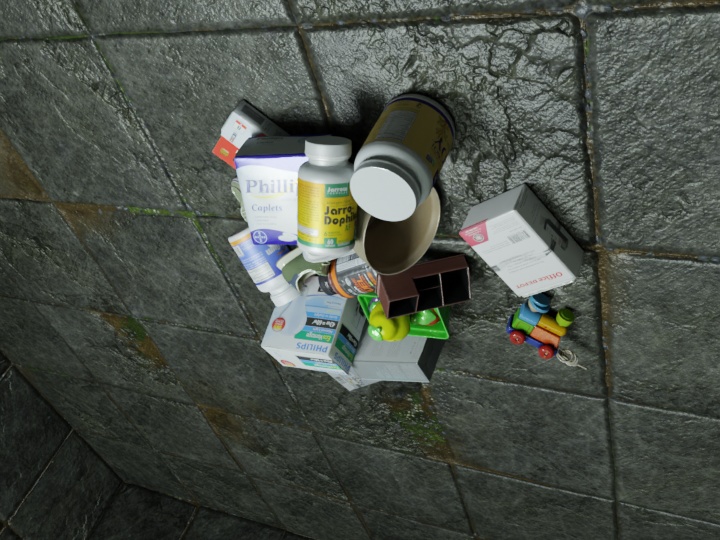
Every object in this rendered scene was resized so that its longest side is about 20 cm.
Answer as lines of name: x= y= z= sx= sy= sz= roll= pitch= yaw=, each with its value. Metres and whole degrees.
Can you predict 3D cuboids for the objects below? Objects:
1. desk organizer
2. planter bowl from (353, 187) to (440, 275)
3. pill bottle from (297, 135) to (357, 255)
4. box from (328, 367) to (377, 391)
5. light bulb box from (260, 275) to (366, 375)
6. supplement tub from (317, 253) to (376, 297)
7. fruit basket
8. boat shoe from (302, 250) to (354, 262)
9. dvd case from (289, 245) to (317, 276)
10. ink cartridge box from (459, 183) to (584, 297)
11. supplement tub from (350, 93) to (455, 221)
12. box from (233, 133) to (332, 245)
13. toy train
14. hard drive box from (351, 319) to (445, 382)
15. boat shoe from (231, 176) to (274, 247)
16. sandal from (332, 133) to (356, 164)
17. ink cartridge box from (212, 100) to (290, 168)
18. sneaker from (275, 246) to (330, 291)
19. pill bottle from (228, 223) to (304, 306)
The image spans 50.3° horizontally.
desk organizer: x=0.138 y=0.034 z=1.623 sx=0.199 sy=0.077 sz=0.072 roll=-12 pitch=144 yaw=-12
planter bowl: x=0.043 y=-0.110 z=1.526 sx=0.135 sy=0.200 sz=0.201 roll=34 pitch=155 yaw=42
pill bottle: x=-0.060 y=-0.138 z=1.397 sx=0.112 sy=0.113 sz=0.201 roll=11 pitch=112 yaw=21
box: x=-0.020 y=0.257 z=2.121 sx=0.156 sy=0.041 sz=0.200 roll=41 pitch=143 yaw=-18
light bulb box: x=-0.106 y=0.130 z=1.866 sx=0.197 sy=0.201 sz=0.125 roll=4 pitch=153 yaw=28
supplement tub: x=0.000 y=0.000 z=1.719 sx=0.199 sy=0.107 sz=0.107 roll=-18 pitch=125 yaw=36
fruit basket: x=0.089 y=0.107 z=1.731 sx=0.214 sy=0.216 sz=0.156 roll=3 pitch=138 yaw=30
boat shoe: x=-0.030 y=-0.062 z=1.640 sx=0.072 sy=0.199 sz=0.069 roll=63 pitch=164 yaw=11
dvd case: x=-0.099 y=-0.052 z=1.809 sx=0.145 sy=0.022 sz=0.200 roll=-4 pitch=134 yaw=36
ink cartridge box: x=0.315 y=-0.053 z=1.487 sx=0.200 sy=0.085 sz=0.145 roll=45 pitch=141 yaw=-20
supplement tub: x=0.074 y=-0.201 z=1.360 sx=0.145 sy=0.201 sz=0.146 roll=17 pitch=143 yaw=13
box: x=-0.138 y=-0.160 z=1.536 sx=0.183 sy=0.105 sz=0.201 roll=0 pitch=121 yaw=15
toy train: x=0.427 y=0.130 z=1.652 sx=0.199 sy=0.085 sz=0.116 roll=26 pitch=131 yaw=1
hard drive box: x=0.092 y=0.184 z=1.861 sx=0.199 sy=0.156 sz=0.077 roll=-2 pitch=136 yaw=36
boat shoe: x=-0.232 y=-0.134 z=1.701 sx=0.200 sy=0.062 sz=0.072 roll=45 pitch=155 yaw=23
sandal: x=-0.024 y=-0.186 z=1.572 sx=0.075 sy=0.048 sz=0.201 roll=0 pitch=135 yaw=33
ink cartridge box: x=-0.230 y=-0.248 z=1.630 sx=0.162 sy=0.050 sz=0.200 roll=36 pitch=140 yaw=-11
sneaker: x=-0.087 y=-0.030 z=1.700 sx=0.200 sy=0.067 sz=0.090 roll=-34 pitch=75 yaw=11
pill bottle: x=-0.214 y=-0.021 z=1.803 sx=0.112 sy=0.112 sz=0.201 roll=-18 pitch=108 yaw=45
